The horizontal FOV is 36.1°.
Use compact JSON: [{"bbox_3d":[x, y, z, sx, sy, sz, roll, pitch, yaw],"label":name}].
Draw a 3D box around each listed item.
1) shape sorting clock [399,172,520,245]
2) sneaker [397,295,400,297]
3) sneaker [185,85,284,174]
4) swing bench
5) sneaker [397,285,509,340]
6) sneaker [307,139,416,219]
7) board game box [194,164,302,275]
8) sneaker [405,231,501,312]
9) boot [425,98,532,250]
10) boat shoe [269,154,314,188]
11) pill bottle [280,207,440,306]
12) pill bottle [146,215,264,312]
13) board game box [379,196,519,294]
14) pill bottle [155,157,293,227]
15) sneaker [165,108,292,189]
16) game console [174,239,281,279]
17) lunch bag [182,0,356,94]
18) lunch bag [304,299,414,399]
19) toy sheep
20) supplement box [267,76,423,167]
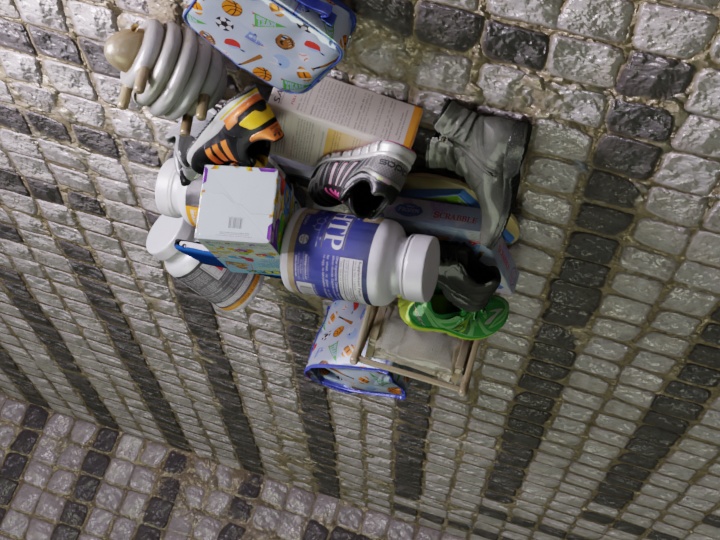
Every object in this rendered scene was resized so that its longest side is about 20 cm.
[{"bbox_3d":[0.141,-0.089,1.628,0.199,0.039,0.200,18,159,7],"label":"shape sorting clock"},{"bbox_3d":[0.000,0.000,1.707,0.199,0.079,0.090,22,162,1],"label":"sneaker"},{"bbox_3d":[-0.168,-0.162,1.482,0.090,0.070,0.200,51,144,1],"label":"sneaker"},{"bbox_3d":[0.103,0.099,1.839,0.198,0.131,0.200,17,-168,6],"label":"swing bench"},{"bbox_3d":[0.153,0.059,1.668,0.199,0.075,0.083,3,155,-34],"label":"sneaker"},{"bbox_3d":[-0.010,-0.108,1.467,0.074,0.088,0.199,33,151,-31],"label":"sneaker"},{"bbox_3d":[-0.149,-0.066,1.539,0.104,0.104,0.200,4,168,8],"label":"board game box"},{"bbox_3d":[0.112,-0.017,1.580,0.199,0.076,0.091,22,147,-11],"label":"sneaker"},{"bbox_3d":[0.147,-0.130,1.471,0.130,0.068,0.201,16,128,11],"label":"boot"},{"bbox_3d":[-0.047,-0.145,1.627,0.199,0.069,0.057,19,155,18],"label":"boat shoe"},{"bbox_3d":[0.002,-0.015,1.505,0.198,0.120,0.120,8,153,17],"label":"pill bottle"},{"bbox_3d":[-0.274,-0.020,1.959,0.116,0.117,0.200,-7,145,44],"label":"pill bottle"},{"bbox_3d":[0.121,-0.040,1.654,0.199,0.041,0.200,11,157,26],"label":"board game box"},{"bbox_3d":[-0.214,-0.117,1.740,0.199,0.117,0.117,10,154,19],"label":"pill bottle"},{"bbox_3d":[-0.203,-0.145,1.607,0.200,0.116,0.075,41,154,8],"label":"sneaker"},{"bbox_3d":[-0.170,-0.057,1.776,0.199,0.119,0.171,10,171,18],"label":"game console"},{"bbox_3d":[-0.105,-0.304,1.333,0.199,0.076,0.160,29,151,-18],"label":"lunch bag"},{"bbox_3d":[0.008,0.135,2.029,0.199,0.171,0.124,3,146,28],"label":"lunch bag"},{"bbox_3d":[-0.245,-0.258,1.458,0.199,0.139,0.138,24,156,-31],"label":"toy sheep"},{"bbox_3d":[-0.027,-0.191,1.501,0.199,0.074,0.126,18,154,-1],"label":"supplement box"}]
